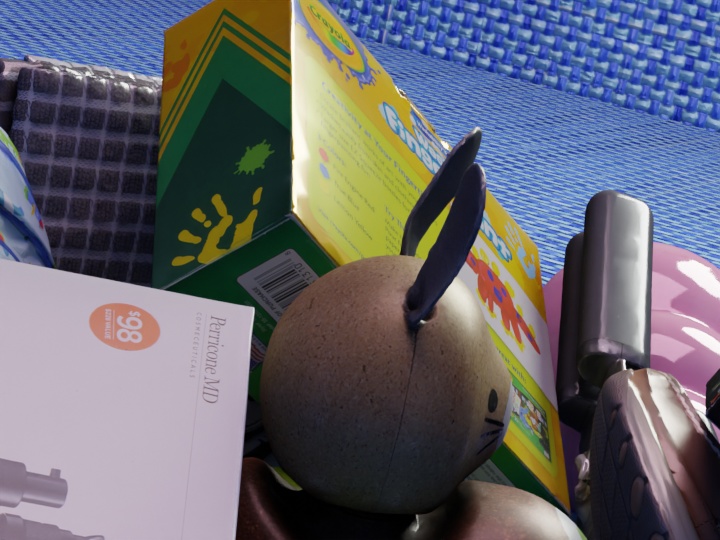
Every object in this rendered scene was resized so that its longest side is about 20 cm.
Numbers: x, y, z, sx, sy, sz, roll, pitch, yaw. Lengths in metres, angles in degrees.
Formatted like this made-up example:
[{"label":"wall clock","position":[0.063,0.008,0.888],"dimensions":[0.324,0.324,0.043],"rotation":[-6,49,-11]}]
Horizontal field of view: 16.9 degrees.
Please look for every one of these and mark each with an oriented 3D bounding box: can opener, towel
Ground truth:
[{"label":"can opener","position":[0.120,0.049,1.041],"dimensions":[0.066,0.054,0.201],"rotation":[17,41,-7]},{"label":"towel","position":[-0.097,-0.003,1.071],"dimensions":[0.199,0.167,0.085],"rotation":[5,7,-42]}]

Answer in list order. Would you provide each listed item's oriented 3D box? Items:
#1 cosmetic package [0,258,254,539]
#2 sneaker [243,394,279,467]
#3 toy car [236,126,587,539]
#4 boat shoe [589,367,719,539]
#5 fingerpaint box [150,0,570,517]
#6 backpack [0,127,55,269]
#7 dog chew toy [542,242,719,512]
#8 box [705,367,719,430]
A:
[{"label":"cosmetic package","position":[-0.114,0.078,0.753],"dimensions":[0.149,0.052,0.201],"rotation":[12,38,-9]},{"label":"sneaker","position":[-0.099,0.062,0.969],"dimensions":[0.075,0.088,0.199],"rotation":[22,16,33]},{"label":"toy car","position":[0.025,0.054,0.843],"dimensions":[0.156,0.202,0.164],"rotation":[11,11,-4]},{"label":"boat shoe","position":[0.131,0.118,0.784],"dimensions":[0.071,0.076,0.201],"rotation":[-11,58,-16]},{"label":"fingerpaint box","position":[0.000,0.000,1.000],"dimensions":[0.200,0.073,0.168],"rotation":[47,26,-35]},{"label":"backpack","position":[-0.203,-0.015,0.894],"dimensions":[0.154,0.163,0.200],"rotation":[56,13,24]},{"label":"dog chew toy","position":[0.135,0.067,1.131],"dimensions":[0.123,0.126,0.200],"rotation":[11,22,-4]},{"label":"box","position":[0.179,0.076,0.824],"dimensions":[0.137,0.038,0.200],"rotation":[43,6,7]}]
